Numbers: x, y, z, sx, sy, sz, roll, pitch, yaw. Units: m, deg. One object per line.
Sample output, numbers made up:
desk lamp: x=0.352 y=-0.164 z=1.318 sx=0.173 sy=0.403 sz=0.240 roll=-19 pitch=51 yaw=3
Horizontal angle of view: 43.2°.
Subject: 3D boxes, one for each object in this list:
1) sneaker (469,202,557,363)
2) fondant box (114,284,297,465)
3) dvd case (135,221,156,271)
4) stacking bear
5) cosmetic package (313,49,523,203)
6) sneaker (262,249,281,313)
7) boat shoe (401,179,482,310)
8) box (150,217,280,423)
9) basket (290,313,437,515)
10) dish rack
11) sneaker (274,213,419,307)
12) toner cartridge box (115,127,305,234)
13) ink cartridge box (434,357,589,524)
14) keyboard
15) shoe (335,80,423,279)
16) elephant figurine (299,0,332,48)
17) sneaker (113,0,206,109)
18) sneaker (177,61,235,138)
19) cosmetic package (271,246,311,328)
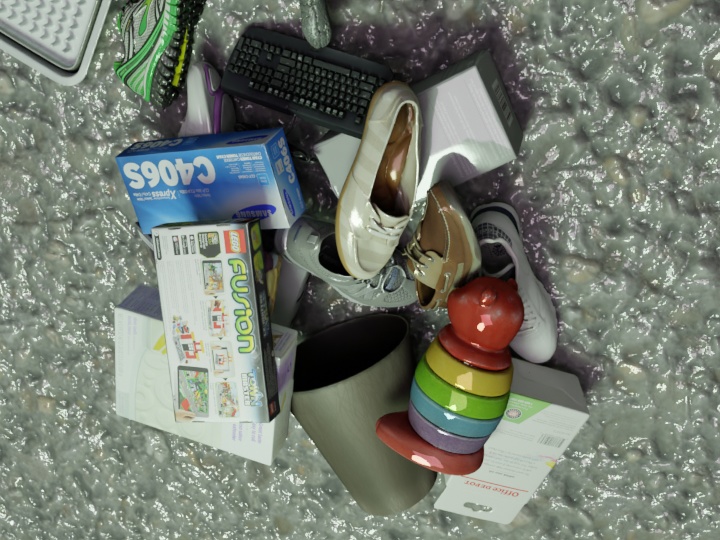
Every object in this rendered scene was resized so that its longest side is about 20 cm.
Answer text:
sneaker: x=0.166 y=0.028 z=1.010 sx=0.075 sy=0.081 sz=0.203 roll=-20 pitch=113 yaw=18
fondant box: x=-0.173 y=0.115 z=1.007 sx=0.196 sy=0.058 sz=0.147 roll=15 pitch=120 yaw=12
dvd case: x=-0.213 y=0.043 z=1.087 sx=0.016 sy=0.148 sz=0.204 roll=-25 pitch=110 yaw=-16
stacking bear: x=0.111 y=0.100 z=0.959 sx=0.113 sy=0.120 sz=0.204 roll=32 pitch=116 yaw=33
cosmetic package: x=0.061 y=-0.136 z=0.959 sx=0.197 sy=0.090 sz=0.108 roll=-20 pitch=108 yaw=25
sneaker: x=-0.150 y=0.003 z=1.003 sx=0.088 sy=0.199 sz=0.077 roll=11 pitch=91 yaw=-23
boat shoe: x=0.083 y=-0.015 z=0.955 sx=0.070 sy=0.077 sz=0.202 roll=-21 pitch=145 yaw=-5
box: x=-0.146 y=0.053 z=0.921 sx=0.107 sy=0.035 sz=0.205 roll=-2 pitch=100 yaw=16
basket: x=0.008 y=0.180 z=1.094 sx=0.177 sy=0.137 sz=0.203 roll=-20 pitch=113 yaw=7
dish rack: x=-0.343 y=-0.326 z=0.995 sx=0.169 sy=0.044 sz=0.202 roll=30 pitch=118 yaw=-2
sneaker: x=0.000 y=0.000 z=0.997 sx=0.197 sy=0.082 sz=0.076 roll=19 pitch=92 yaw=-34
toner cartridge box: x=-0.162 y=-0.093 z=0.975 sx=0.196 sy=0.043 sz=0.097 roll=-1 pitch=120 yaw=27
ink cartridge box: x=0.169 y=0.204 z=1.077 sx=0.115 sy=0.068 sz=0.202 roll=16 pitch=123 yaw=-16
keyboard: x=-0.067 y=-0.175 z=0.950 sx=0.197 sy=0.020 sz=0.130 roll=22 pitch=95 yaw=26
shoe: x=0.021 y=-0.082 z=0.899 sx=0.068 sy=0.053 sz=0.204 roll=2 pitch=111 yaw=-25
elephant figurine: x=-0.050 y=-0.324 z=0.845 sx=0.140 sy=0.153 sz=0.205 roll=6 pitch=97 yaw=48
sneaker: x=-0.218 y=-0.276 z=0.967 sx=0.084 sy=0.078 sz=0.203 roll=25 pitch=118 yaw=2
sneaker: x=-0.189 y=-0.132 z=1.027 sx=0.097 sy=0.075 sz=0.204 roll=5 pitch=116 yaw=11
cosmetic package: x=-0.105 y=0.055 z=1.090 sx=0.050 sy=0.083 sz=0.203 roll=24 pitch=118 yaw=2
